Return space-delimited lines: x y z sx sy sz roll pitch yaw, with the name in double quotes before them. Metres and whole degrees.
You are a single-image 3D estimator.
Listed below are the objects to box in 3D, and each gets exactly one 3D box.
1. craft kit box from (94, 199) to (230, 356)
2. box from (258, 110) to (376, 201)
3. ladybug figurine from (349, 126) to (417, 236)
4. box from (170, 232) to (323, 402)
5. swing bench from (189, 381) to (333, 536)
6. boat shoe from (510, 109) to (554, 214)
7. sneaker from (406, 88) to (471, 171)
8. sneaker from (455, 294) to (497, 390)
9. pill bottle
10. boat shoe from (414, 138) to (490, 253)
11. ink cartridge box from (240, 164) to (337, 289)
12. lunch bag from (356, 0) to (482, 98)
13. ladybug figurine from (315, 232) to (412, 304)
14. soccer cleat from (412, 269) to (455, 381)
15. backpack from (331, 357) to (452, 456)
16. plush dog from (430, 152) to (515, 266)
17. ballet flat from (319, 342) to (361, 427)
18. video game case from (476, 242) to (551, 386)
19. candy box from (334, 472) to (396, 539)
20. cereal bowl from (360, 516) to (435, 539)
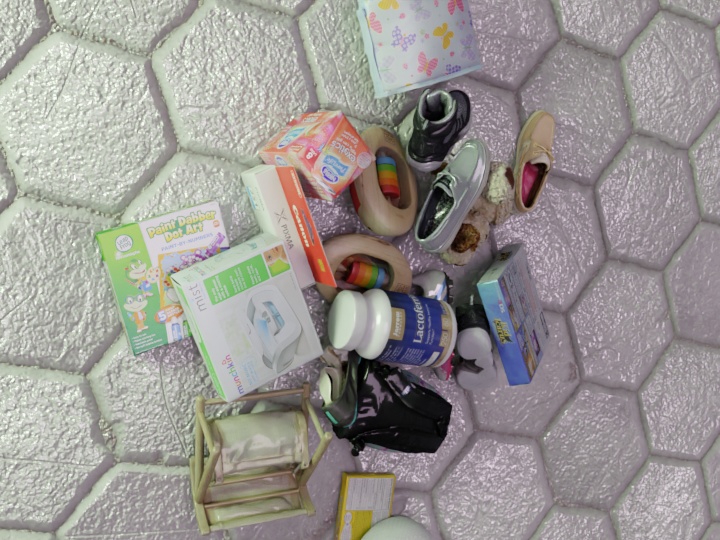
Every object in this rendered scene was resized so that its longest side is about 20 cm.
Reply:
"craft kit box" -0.297 0.009 1.385 0.197 0.048 0.201 -19 100 -20
"box" -0.073 -0.181 1.372 0.103 0.199 0.095 -44 112 -11
"ladybug figurine" 0.031 -0.146 1.456 0.134 0.071 0.203 17 58 -39
"box" -0.179 0.070 1.367 0.174 0.096 0.203 -24 108 -20
"swing bench" -0.169 0.307 1.417 0.196 0.130 0.203 -3 127 -24
"boat shoe" 0.326 -0.199 1.612 0.073 0.069 0.203 17 89 -24
"sneaker" 0.141 -0.263 1.449 0.074 0.115 0.201 23 53 13
"sneaker" 0.210 0.131 1.582 0.074 0.201 0.115 -1 53 8
"pill bottle" 0.052 0.094 1.442 0.197 0.115 0.118 10 92 -29
"boat shoe" 0.149 -0.127 1.424 0.071 0.069 0.203 23 93 -58
"ink cartridge box" -0.118 -0.066 1.379 0.044 0.176 0.203 -24 104 -18
"lunch bag" 0.086 -0.393 1.460 0.198 0.126 0.172 -24 105 -30
"ladybug figurine" 0.000 0.000 1.485 0.198 0.072 0.137 21 105 -30
"soccer cleat" 0.124 0.099 1.569 0.085 0.070 0.204 -3 97 -4
"backpack" 0.061 0.239 1.519 0.197 0.127 0.169 19 100 -25
"plush dog" 0.181 -0.095 1.526 0.158 0.200 0.175 14 79 9
"ballet flat" -0.035 0.163 1.445 0.068 0.202 0.068 35 126 -30
"video game case" 0.283 0.077 1.583 0.181 0.045 0.203 -43 117 -58
"candy box" 0.003 0.466 1.572 0.101 0.026 0.204 6 94 -28
"cereal bowl" 0.074 0.553 1.561 0.197 0.083 0.204 -6 101 -33
